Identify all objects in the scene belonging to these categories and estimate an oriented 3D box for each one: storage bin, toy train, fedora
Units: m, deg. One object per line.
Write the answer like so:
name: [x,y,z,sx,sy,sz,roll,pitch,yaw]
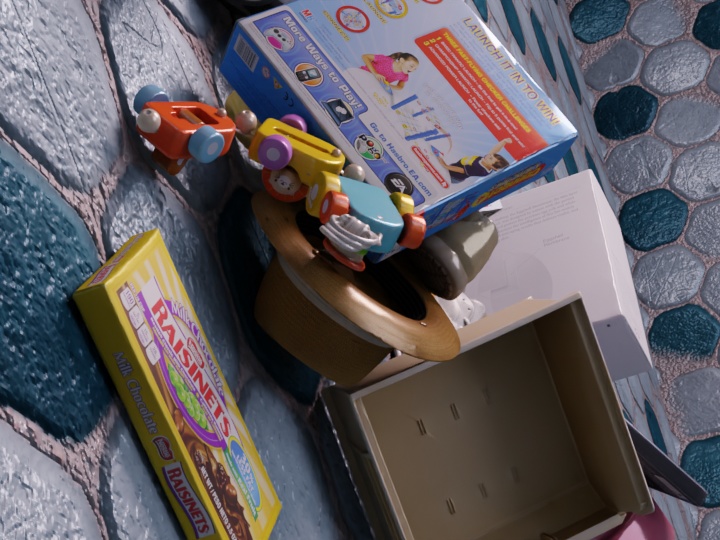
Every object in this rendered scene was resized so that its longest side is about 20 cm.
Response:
storage bin: [0.099,0.145,1.098,0.200,0.199,0.094,69,-17,-7]
toy train: [-0.056,-0.052,0.927,0.200,0.056,0.150,36,25,24]
fedora: [-0.020,0.024,1.022,0.200,0.082,0.201,36,14,-10]

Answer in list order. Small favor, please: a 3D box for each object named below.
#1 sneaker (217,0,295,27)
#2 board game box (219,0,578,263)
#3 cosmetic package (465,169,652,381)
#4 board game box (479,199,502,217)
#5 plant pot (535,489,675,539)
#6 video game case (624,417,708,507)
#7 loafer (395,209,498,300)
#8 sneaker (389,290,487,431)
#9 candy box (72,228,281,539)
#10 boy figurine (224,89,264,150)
sneaker: [-0.060,-0.181,1.168,0.200,0.087,0.080,31,2,-37]
board game box: [0.030,-0.128,1.067,0.195,0.056,0.200,-26,70,-35]
cosmetic package: [0.191,0.027,1.534,0.123,0.198,0.201,51,27,-48]
board game box: [0.048,-0.081,1.260,0.034,0.200,0.127,-10,79,-28]
plant pot: [0.146,0.216,1.251,0.179,0.200,0.200,54,18,-3]
video game case: [0.206,0.144,1.263,0.143,0.019,0.200,41,-9,-18]
loafer: [0.049,-0.032,1.139,0.200,0.068,0.076,37,-27,58]
sneaker: [0.068,0.058,1.215,0.201,0.091,0.076,-99,-178,-48]
candy box: [-0.104,0.082,0.840,0.102,0.026,0.201,-69,138,-70]
boy figurine: [-0.033,-0.112,1.139,0.199,0.124,0.065,-7,55,-49]
